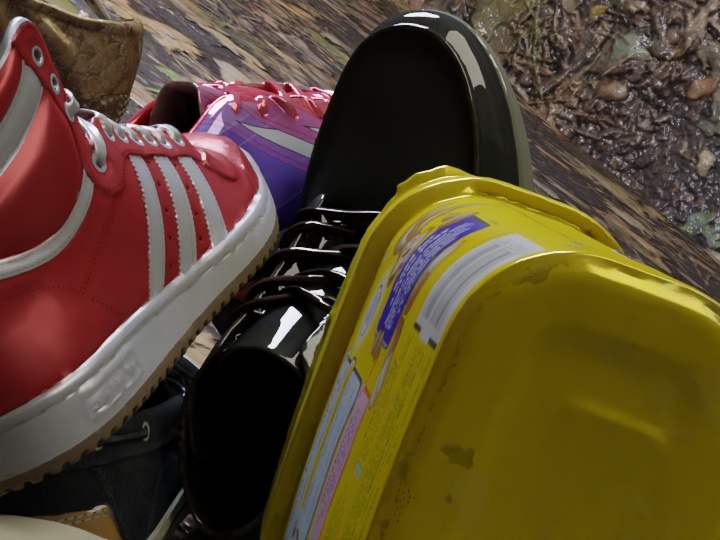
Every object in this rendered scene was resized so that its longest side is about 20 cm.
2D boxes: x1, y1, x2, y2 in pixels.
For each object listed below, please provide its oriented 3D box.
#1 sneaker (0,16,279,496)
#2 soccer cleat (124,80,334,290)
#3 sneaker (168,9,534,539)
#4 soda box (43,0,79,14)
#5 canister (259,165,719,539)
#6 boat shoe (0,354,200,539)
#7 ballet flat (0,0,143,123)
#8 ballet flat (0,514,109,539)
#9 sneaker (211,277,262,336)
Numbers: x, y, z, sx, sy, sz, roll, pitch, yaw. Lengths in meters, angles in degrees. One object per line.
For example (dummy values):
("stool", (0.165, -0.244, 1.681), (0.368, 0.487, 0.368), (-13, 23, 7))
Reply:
("sneaker", (-0.087, -0.029, 0.679), (0.113, 0.071, 0.200), (65, 21, -16))
("soccer cleat", (-0.038, -0.043, 0.855), (0.200, 0.068, 0.073), (-31, 109, -48))
("sneaker", (0.000, 0.000, 0.773), (0.075, 0.200, 0.106), (1, -12, 28))
("soda box", (-0.236, -0.147, 1.171), (0.200, 0.068, 0.064), (24, 17, -47))
("canister", (0.032, 0.055, 0.616), (0.086, 0.149, 0.200), (20, 4, -6))
("boat shoe", (-0.086, 0.050, 0.780), (0.074, 0.062, 0.200), (-7, 13, 6))
("ballet flat", (-0.175, -0.130, 0.980), (0.200, 0.065, 0.070), (33, -6, -24))
("ballet flat", (-0.064, 0.110, 0.634), (0.200, 0.073, 0.073), (30, 12, -30))
("sneaker", (0.000, 0.027, 0.930), (0.200, 0.071, 0.098), (34, -29, 45))
